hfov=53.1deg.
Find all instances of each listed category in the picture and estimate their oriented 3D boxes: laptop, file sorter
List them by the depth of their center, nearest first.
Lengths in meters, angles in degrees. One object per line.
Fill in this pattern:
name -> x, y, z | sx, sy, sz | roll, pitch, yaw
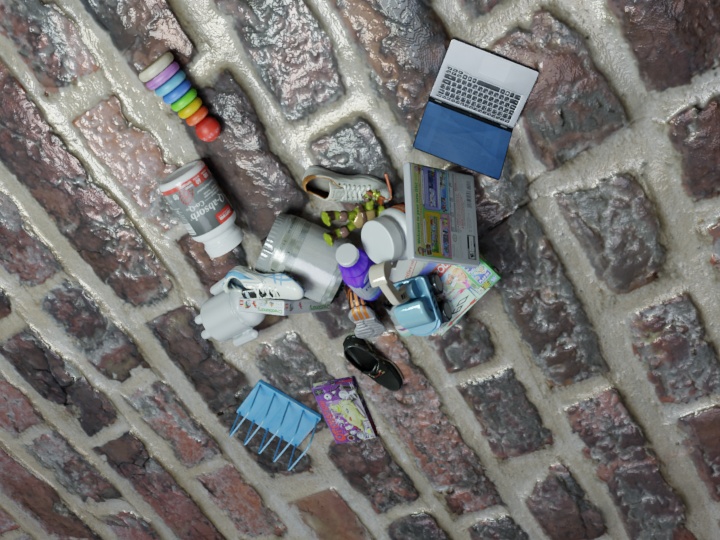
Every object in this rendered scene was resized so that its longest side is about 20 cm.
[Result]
laptop -> 0.228, -0.318, 1.423 | 0.186, 0.116, 0.201 | 20, 122, -3
file sorter -> -0.233, 0.421, 1.941 | 0.200, 0.123, 0.139 | 33, 120, -9

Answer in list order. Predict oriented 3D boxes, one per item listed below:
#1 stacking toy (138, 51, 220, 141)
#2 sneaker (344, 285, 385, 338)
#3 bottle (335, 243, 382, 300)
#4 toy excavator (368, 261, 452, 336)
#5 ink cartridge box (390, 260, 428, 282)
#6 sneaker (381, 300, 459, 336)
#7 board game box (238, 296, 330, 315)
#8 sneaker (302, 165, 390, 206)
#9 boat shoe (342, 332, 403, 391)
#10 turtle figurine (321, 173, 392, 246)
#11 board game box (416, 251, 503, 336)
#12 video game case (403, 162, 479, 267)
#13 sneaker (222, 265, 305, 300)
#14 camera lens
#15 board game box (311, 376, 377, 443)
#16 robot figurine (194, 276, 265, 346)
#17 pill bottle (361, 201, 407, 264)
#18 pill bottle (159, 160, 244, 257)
stacking toy -> -0.374, -0.358, 1.533 | 0.085, 0.086, 0.200 | -26, 118, 23
sneaker -> 0.010, 0.085, 1.728 | 0.077, 0.113, 0.200 | -11, 153, 2
bottle -> 0.000, 0.000, 1.548 | 0.065, 0.084, 0.200 | 25, 168, 24
toy excavator -> 0.099, 0.058, 1.505 | 0.100, 0.200, 0.195 | -17, 98, 25
ink cartridge box -> 0.159, -0.014, 1.644 | 0.199, 0.067, 0.117 | 17, 122, -2
sneaker -> 0.133, 0.080, 1.675 | 0.199, 0.078, 0.140 | -19, 119, 38
board game box -> -0.172, 0.078, 1.671 | 0.126, 0.200, 0.035 | 3, 92, 29
sneaker -> -0.031, -0.170, 1.577 | 0.199, 0.085, 0.073 | 11, 120, 0
boat shoe -> 0.030, 0.244, 1.826 | 0.074, 0.063, 0.201 | -36, 110, 24
turtle figurine -> -0.003, -0.120, 1.555 | 0.161, 0.064, 0.201 | -17, 138, -19
board game box -> 0.195, 0.032, 1.586 | 0.135, 0.029, 0.200 | 43, 117, 3
video game case -> 0.168, -0.112, 1.485 | 0.181, 0.201, 0.022 | 6, 167, -34
sneaker -> -0.209, 0.039, 1.565 | 0.199, 0.073, 0.072 | 9, 141, 26
camera lens -> -0.120, -0.025, 1.632 | 0.199, 0.160, 0.160 | 24, 122, -5
board game box -> -0.042, 0.377, 1.937 | 0.120, 0.032, 0.201 | -11, 118, 21
robot figurine -> -0.310, 0.100, 1.768 | 0.199, 0.113, 0.170 | -26, 89, 24
pill bottle -> 0.104, -0.089, 1.520 | 0.114, 0.200, 0.115 | 27, 129, 39
pill bottle -> -0.354, -0.138, 1.633 | 0.115, 0.116, 0.200 | -21, 115, 21
